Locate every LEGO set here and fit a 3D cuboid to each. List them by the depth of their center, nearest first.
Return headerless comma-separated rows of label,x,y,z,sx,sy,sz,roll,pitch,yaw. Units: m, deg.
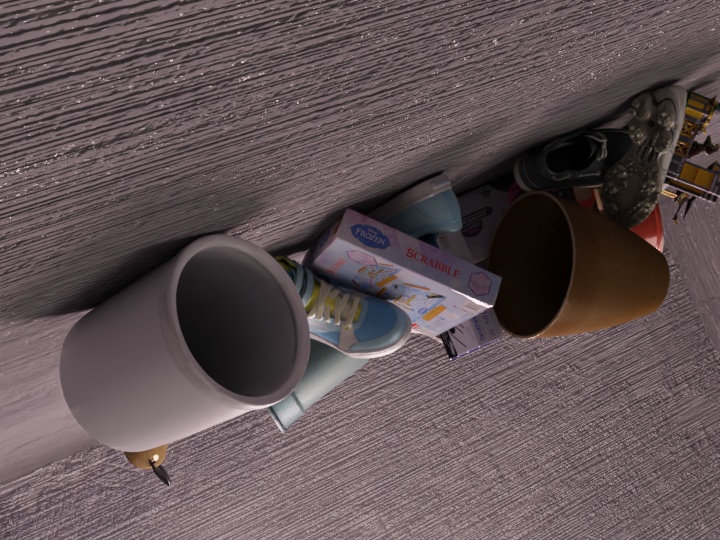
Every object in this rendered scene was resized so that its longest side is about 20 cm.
LEGO set,0.487,-0.162,1.526,0.200,0.115,0.155,89,23,-78

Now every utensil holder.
utensil holder,-0.177,0.077,1.049,0.199,0.171,0.170,-25,174,38

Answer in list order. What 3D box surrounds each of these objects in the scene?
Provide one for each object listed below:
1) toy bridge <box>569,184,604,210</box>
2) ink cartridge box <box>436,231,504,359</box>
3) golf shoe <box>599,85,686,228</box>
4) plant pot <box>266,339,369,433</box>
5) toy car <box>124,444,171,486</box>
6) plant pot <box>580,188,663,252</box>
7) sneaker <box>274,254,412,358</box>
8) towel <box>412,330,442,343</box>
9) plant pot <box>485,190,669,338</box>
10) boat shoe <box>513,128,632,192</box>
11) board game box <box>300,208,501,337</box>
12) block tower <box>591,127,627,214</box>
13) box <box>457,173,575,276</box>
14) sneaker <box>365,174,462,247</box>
toy bridge,0.305,-0.131,1.511,0.027,0.068,0.200,-22,-165,-10
ink cartridge box,0.116,0.011,1.416,0.044,0.201,0.094,-19,172,-25
golf shoe,0.375,-0.146,1.368,0.097,0.078,0.201,-35,149,-41
plant pot,-0.101,0.142,1.819,0.195,0.201,0.200,-31,175,-6
toy car,-0.406,0.326,2.089,0.157,0.201,0.164,-23,174,-9
plant pot,0.355,-0.076,1.723,0.194,0.202,0.201,-16,173,-6
sneaker,-0.045,0.041,1.271,0.199,0.080,0.131,9,160,29
towel,0.053,0.073,1.787,0.190,0.032,0.200,19,-176,-10
plant pot,0.295,0.004,1.385,0.199,0.188,0.186,8,158,-28
boat shoe,0.292,-0.146,1.374,0.199,0.073,0.062,-15,174,-27
board game box,0.040,0.009,1.282,0.199,0.041,0.200,24,160,-11
block tower,0.370,-0.104,1.533,0.058,0.054,0.201,114,-2,-80
box,0.200,-0.055,1.505,0.199,0.133,0.115,-23,170,-13
sneaker,0.047,-0.040,1.283,0.074,0.082,0.200,-18,172,-37
